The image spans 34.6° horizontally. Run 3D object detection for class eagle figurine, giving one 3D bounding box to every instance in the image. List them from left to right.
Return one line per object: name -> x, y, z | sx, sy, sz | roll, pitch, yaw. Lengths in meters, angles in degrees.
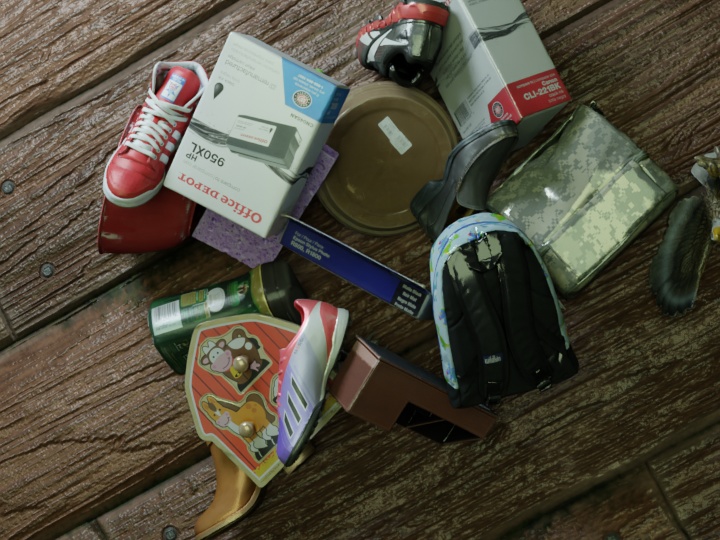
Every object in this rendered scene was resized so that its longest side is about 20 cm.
eagle figurine -> 0.441, -0.045, 1.407 | 0.152, 0.150, 0.201 | 29, 128, 49

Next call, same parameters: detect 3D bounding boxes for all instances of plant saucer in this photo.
plant saucer -> 0.032, -0.140, 1.482 | 0.199, 0.029, 0.201 | -1, 103, -6

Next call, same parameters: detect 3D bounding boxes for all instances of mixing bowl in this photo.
mixing bowl -> -0.261, -0.103, 1.500 | 0.108, 0.200, 0.201 | 16, 88, -4

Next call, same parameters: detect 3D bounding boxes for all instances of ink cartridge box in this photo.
ink cartridge box -> -0.123, -0.159, 1.371 | 0.144, 0.084, 0.201 | 27, 102, 5
ink cartridge box -> 0.000, 0.000, 1.428 | 0.199, 0.200, 0.041 | 28, 90, 12
ink cartridge box -> 0.158, -0.257, 1.442 | 0.083, 0.144, 0.201 | -22, 81, -23

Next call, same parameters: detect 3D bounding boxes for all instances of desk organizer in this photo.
desk organizer -> 0.065, 0.162, 1.412 | 0.200, 0.072, 0.077 | 29, 95, -30

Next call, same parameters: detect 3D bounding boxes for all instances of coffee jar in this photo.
coffee jar -> -0.166, 0.059, 1.500 | 0.199, 0.104, 0.086 | -18, 49, 8

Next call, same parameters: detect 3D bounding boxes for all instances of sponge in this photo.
sponge -> -0.123, -0.096, 1.475 | 0.111, 0.030, 0.200 | 30, 118, -7

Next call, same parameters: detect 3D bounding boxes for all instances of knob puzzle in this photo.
knob puzzle -> -0.136, 0.142, 1.433 | 0.218, 0.030, 0.221 | 1, 97, 11

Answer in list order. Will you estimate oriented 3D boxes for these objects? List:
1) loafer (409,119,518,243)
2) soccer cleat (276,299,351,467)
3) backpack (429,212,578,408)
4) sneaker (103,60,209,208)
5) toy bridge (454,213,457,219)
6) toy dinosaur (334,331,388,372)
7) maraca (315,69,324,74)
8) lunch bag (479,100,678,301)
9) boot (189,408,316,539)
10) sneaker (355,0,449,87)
loafer -> 0.136, -0.103, 1.400 | 0.072, 0.200, 0.073 | -7, 61, -32
soccer cleat -> -0.072, 0.131, 1.373 | 0.073, 0.068, 0.201 | 20, 74, -6
backpack -> 0.151, 0.035, 1.346 | 0.162, 0.154, 0.201 | -18, 121, 4
sneaker -> -0.239, -0.169, 1.361 | 0.071, 0.113, 0.200 | 26, 48, -2
toy bridge -> 0.153, -0.011, 1.469 | 0.027, 0.067, 0.201 | -22, 82, 8
toy dinosaur -> -0.069, 0.133, 1.490 | 0.199, 0.102, 0.077 | -6, 96, 18
maraca -> -0.118, -0.187, 1.506 | 0.199, 0.107, 0.137 | -29, 107, 18
lunch bag -> 0.267, -0.087, 1.418 | 0.200, 0.139, 0.168 | -44, 80, 3
boot -> -0.175, 0.238, 1.500 | 0.200, 0.077, 0.155 | -44, 81, 2
sneaker -> 0.044, -0.272, 1.454 | 0.070, 0.200, 0.098 | 9, 82, -23
